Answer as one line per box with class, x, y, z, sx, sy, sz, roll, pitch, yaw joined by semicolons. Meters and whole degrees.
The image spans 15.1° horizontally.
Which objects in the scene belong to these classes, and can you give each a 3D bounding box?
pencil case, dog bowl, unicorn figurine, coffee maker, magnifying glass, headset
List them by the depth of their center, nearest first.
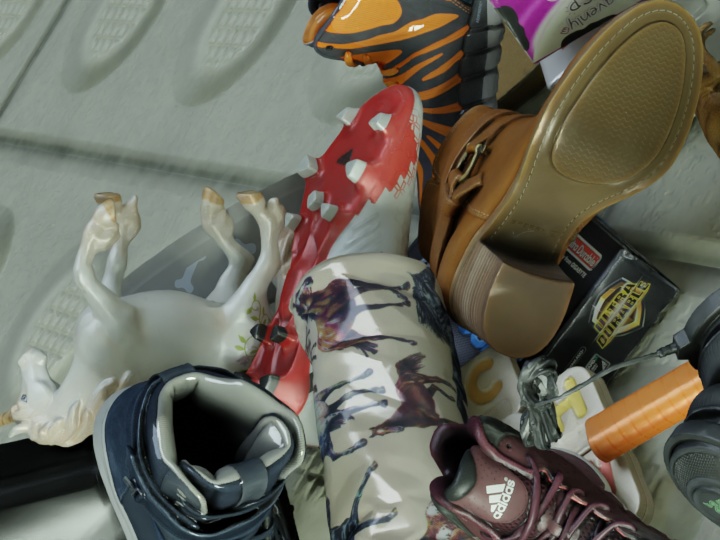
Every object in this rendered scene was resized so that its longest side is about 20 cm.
headset;0.166;0.063;1.168;0.094;0.199;0.124;86;-166;-54
magnifying glass;0.190;0.032;1.263;0.200;0.022;0.080;-34;34;22
pencil case;0.011;0.087;1.346;0.089;0.078;0.201;-18;55;14
unicorn figurine;-0.115;0.026;1.474;0.074;0.199;0.138;-110;19;-81
coffee maker;-0.140;0.137;1.495;0.199;0.135;0.192;-16;-6;0
dog bowl;-0.066;0.011;1.604;0.200;0.059;0.200;-32;-9;-6

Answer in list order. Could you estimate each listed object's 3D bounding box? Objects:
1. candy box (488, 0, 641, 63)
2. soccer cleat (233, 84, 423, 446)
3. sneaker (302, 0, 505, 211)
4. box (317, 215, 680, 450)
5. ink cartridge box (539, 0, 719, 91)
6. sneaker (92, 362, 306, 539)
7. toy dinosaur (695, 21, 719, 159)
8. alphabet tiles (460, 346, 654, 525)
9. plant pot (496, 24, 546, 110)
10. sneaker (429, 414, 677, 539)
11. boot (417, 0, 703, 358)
candy box;0.111;-0.214;1.430;0.136;0.061;0.200;-30;41;11
soccer cleat;0.000;0.000;1.461;0.069;0.085;0.201;7;76;58
sneaker;0.021;-0.116;1.554;0.078;0.111;0.201;-103;15;-57
box;0.062;0.043;1.476;0.199;0.050;0.200;-53;27;7
ink cartridge box;0.161;-0.184;1.495;0.145;0.084;0.200;-40;37;24
sneaker;-0.060;0.140;1.323;0.077;0.203;0.146;-26;-2;-25
toy dinosaur;0.202;-0.063;1.355;0.106;0.060;0.200;-43;52;21
alphabet tiles;0.053;0.137;1.348;0.200;0.015;0.196;-38;46;22
plant pot;0.097;-0.164;1.679;0.200;0.027;0.200;-40;29;28
sneaker;0.091;0.128;1.217;0.076;0.115;0.200;-56;40;3
boot;0.091;-0.064;1.399;0.201;0.073;0.155;-59;21;9
